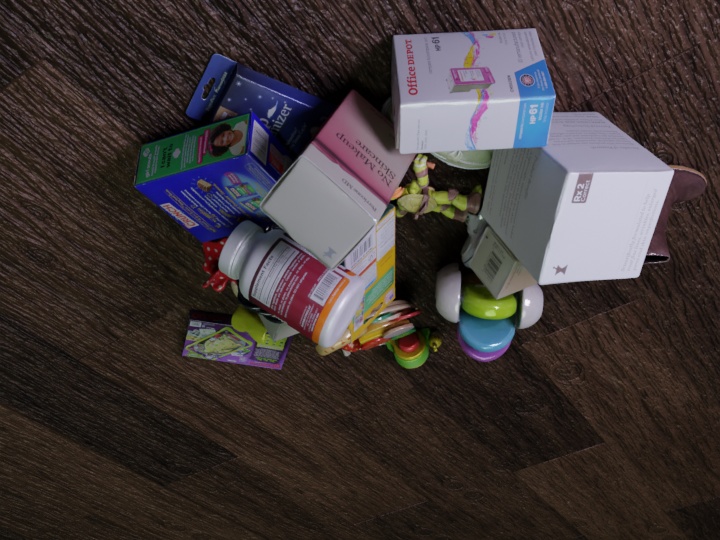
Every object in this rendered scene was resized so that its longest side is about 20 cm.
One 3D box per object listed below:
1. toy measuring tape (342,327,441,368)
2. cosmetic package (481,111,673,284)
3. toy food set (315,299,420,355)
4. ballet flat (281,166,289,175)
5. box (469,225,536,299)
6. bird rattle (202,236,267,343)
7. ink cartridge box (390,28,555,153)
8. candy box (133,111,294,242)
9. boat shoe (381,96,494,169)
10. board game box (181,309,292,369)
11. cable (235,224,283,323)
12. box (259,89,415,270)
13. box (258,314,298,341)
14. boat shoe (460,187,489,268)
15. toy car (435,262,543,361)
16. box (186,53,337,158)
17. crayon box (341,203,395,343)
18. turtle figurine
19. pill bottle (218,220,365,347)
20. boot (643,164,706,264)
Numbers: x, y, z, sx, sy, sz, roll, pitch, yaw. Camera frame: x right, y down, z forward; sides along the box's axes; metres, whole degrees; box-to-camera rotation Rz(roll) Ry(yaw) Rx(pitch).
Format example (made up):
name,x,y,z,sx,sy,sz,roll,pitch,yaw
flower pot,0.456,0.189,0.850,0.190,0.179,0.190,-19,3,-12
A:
name,x,y,z,sx,sy,sz,roll,pitch,yaw
toy measuring tape,0.061,0.159,1.577,0.196,0.075,0.074,-11,140,8
cosmetic package,0.289,-0.106,1.132,0.161,0.201,0.168,-4,124,-18
toy food set,0.017,0.105,1.466,0.194,0.050,0.200,-21,166,4
ballet flat,-0.045,-0.119,1.184,0.198,0.068,0.063,-13,151,-47
box,0.279,-0.038,1.290,0.197,0.078,0.096,-19,147,-28
bird rattle,-0.176,0.009,1.392,0.160,0.113,0.202,-21,128,0
ink cartridge box,0.139,-0.234,1.062,0.195,0.147,0.086,-4,140,0
candy box,-0.196,-0.129,1.181,0.196,0.079,0.169,-12,149,23
boat shoe,0.119,-0.187,1.167,0.196,0.062,0.073,17,115,-21
board game box,-0.235,0.134,1.560,0.196,0.033,0.121,10,134,-14
cable,-0.113,-0.014,1.271,0.165,0.199,0.051,58,154,-10
box,-0.023,-0.123,1.069,0.127,0.201,0.109,40,128,-9
box,-0.068,0.043,1.365,0.197,0.069,0.083,-17,151,-32
boat shoe,0.198,-0.093,1.304,0.066,0.074,0.202,23,126,-7
toy car,0.209,0.074,1.376,0.171,0.200,0.154,5,100,3
box,-0.137,-0.216,1.154,0.197,0.033,0.121,19,135,-23
crayon box,0.000,0.000,1.279,0.051,0.126,0.202,27,142,27
turtle figurine,0.100,-0.115,1.241,0.158,0.066,0.201,8,151,-13
pill bottle,-0.100,0.014,1.176,0.198,0.113,0.114,31,140,12
boot,0.449,-0.077,1.251,0.195,0.169,0.073,-4,141,1
